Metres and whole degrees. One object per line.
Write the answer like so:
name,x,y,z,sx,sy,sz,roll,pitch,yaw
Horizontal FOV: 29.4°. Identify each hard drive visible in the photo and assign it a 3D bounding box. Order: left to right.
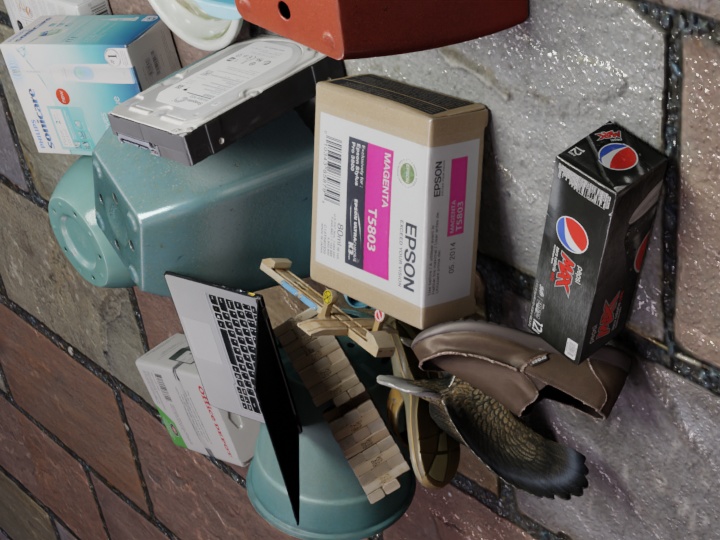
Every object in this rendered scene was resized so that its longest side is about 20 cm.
hard drive,-0.131,-0.173,1.342,0.139,0.199,0.038,20,135,47

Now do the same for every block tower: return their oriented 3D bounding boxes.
block tower,-0.017,0.133,1.400,0.202,0.054,0.058,61,179,-1

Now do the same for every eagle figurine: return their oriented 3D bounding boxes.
eagle figurine,0.127,0.136,1.334,0.150,0.151,0.202,-18,99,39

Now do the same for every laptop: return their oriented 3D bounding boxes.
laptop,-0.129,0.125,1.377,0.198,0.116,0.189,14,134,32

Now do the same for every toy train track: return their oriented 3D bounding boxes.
toy train track,-0.032,0.026,1.354,0.199,0.114,0.033,34,114,43

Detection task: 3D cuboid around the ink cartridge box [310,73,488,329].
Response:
ink cartridge box,0.032,-0.067,1.277,0.164,0.075,0.203,23,118,45

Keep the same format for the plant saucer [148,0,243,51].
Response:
plant saucer,-0.171,-0.327,1.404,0.200,0.050,0.202,37,145,31

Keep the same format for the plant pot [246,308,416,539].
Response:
plant pot,-0.030,0.163,1.540,0.199,0.199,0.198,32,134,36

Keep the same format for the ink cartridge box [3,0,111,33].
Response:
ink cartridge box,-0.370,-0.286,1.743,0.199,0.057,0.164,28,140,47

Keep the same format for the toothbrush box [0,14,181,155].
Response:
toothbrush box,-0.308,-0.218,1.620,0.198,0.085,0.148,7,127,31

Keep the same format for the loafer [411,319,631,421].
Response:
loafer,0.140,0.092,1.225,0.197,0.072,0.073,7,163,11

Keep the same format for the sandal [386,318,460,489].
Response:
sandal,0.054,0.142,1.422,0.054,0.080,0.202,-34,49,25

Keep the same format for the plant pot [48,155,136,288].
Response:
plant pot,-0.290,-0.073,1.711,0.200,0.160,0.202,37,144,32

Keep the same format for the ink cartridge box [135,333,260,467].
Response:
ink cartridge box,-0.209,0.178,1.905,0.199,0.084,0.147,7,124,53

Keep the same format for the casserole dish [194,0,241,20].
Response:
casserole dish,-0.120,-0.336,1.274,0.120,0.039,0.202,14,119,17

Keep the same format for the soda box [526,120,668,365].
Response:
soda box,0.193,-0.019,1.137,0.063,0.070,0.201,39,145,30

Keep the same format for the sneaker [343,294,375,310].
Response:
sneaker,0.000,0.000,1.430,0.199,0.082,0.075,7,123,53

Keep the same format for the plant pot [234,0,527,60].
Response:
plant pot,-0.003,-0.275,1.079,0.199,0.175,0.202,29,141,39

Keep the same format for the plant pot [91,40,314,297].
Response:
plant pot,-0.174,-0.086,1.456,0.196,0.198,0.198,53,152,30
